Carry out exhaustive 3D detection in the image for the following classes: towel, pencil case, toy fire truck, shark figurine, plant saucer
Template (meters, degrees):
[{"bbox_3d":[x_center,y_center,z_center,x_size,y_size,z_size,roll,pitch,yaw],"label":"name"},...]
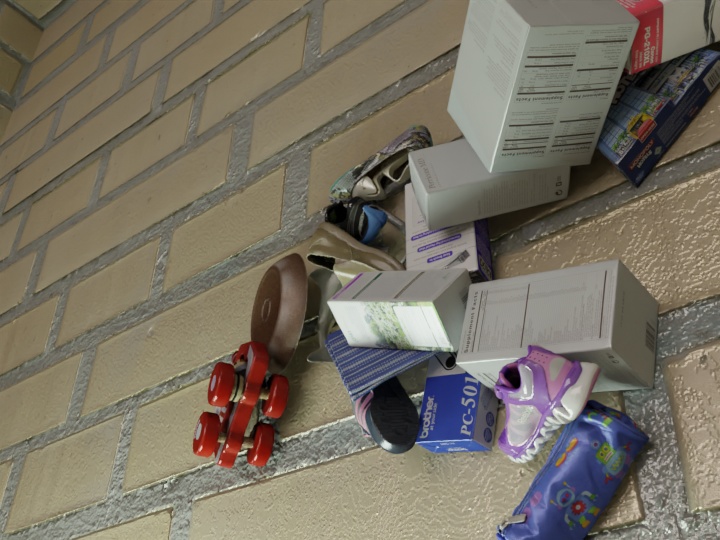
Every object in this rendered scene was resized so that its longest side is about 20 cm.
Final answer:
[{"bbox_3d":[0.030,0.104,1.183,0.144,0.024,0.200,-28,21,-2],"label":"towel"},{"bbox_3d":[0.221,0.232,0.915,0.200,0.087,0.078,-55,21,-2],"label":"pencil case"},{"bbox_3d":[-0.193,0.200,1.333,0.168,0.112,0.201,-134,60,-66],"label":"toy fire truck"},{"bbox_3d":[-0.050,0.044,1.336,0.128,0.089,0.215,7,68,52],"label":"shark figurine"},{"bbox_3d":[-0.139,0.067,1.387,0.200,0.036,0.201,-169,90,-67],"label":"plant saucer"}]

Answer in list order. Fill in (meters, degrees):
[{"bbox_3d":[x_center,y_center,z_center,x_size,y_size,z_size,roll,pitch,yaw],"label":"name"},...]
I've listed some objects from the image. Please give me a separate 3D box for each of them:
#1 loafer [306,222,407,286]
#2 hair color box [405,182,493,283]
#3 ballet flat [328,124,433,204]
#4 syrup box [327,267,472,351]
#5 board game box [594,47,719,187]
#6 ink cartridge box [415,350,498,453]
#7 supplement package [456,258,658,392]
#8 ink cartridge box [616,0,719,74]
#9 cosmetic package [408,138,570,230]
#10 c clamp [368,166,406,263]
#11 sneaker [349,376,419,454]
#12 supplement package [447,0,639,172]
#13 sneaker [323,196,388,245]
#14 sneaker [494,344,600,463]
[{"bbox_3d":[0.000,0.000,1.272,0.200,0.076,0.068,30,72,31],"label":"loafer"},{"bbox_3d":[0.125,-0.050,1.230,0.109,0.065,0.201,-18,48,24],"label":"hair color box"},{"bbox_3d":[0.035,-0.155,1.378,0.200,0.072,0.072,-36,41,15],"label":"ballet flat"},{"bbox_3d":[0.058,0.051,1.131,0.199,0.079,0.081,-2,31,48],"label":"syrup box"},{"bbox_3d":[0.353,-0.238,1.147,0.200,0.062,0.200,-52,39,3],"label":"board game box"},{"bbox_3d":[0.135,0.133,1.111,0.094,0.044,0.201,-13,54,42],"label":"ink cartridge box"},{"bbox_3d":[0.230,0.074,1.003,0.199,0.109,0.114,-11,54,41],"label":"supplement package"},{"bbox_3d":[0.392,-0.344,1.099,0.199,0.085,0.145,-21,39,-9],"label":"ink cartridge box"},{"bbox_3d":[0.174,-0.132,1.173,0.199,0.074,0.102,-14,44,-4],"label":"cosmetic package"},{"bbox_3d":[0.060,-0.106,1.381,0.171,0.027,0.200,-50,39,6],"label":"c clamp"},{"bbox_3d":[0.030,0.200,1.136,0.200,0.070,0.082,-112,31,-67],"label":"sneaker"},{"bbox_3d":[0.220,-0.252,1.075,0.152,0.150,0.201,-114,24,-44],"label":"supplement package"},{"bbox_3d":[-0.025,-0.069,1.365,0.071,0.083,0.200,-51,8,-27],"label":"sneaker"},{"bbox_3d":[0.187,0.143,0.949,0.081,0.088,0.200,-56,-8,-34],"label":"sneaker"}]
